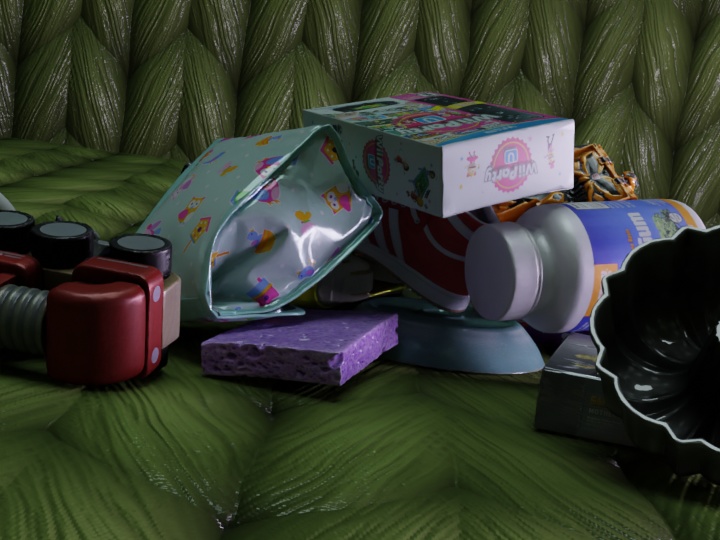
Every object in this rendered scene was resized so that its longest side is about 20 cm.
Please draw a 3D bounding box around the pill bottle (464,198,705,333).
[{"bbox_3d":[0.196,-0.004,1.272,0.199,0.113,0.112,-4,12,-27],"label":"pill bottle"}]

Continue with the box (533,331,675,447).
[{"bbox_3d":[0.227,0.096,1.141,0.158,0.049,0.200,10,7,14],"label":"box"}]

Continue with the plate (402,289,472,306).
[{"bbox_3d":[0.131,0.031,1.601,0.199,0.032,0.200,6,7,-12],"label":"plate"}]

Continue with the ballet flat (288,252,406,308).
[{"bbox_3d":[0.000,0.000,1.357,0.067,0.067,0.200,23,23,38],"label":"ballet flat"}]

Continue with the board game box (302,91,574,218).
[{"bbox_3d":[0.065,-0.105,1.266,0.147,0.065,0.200,-14,22,-34],"label":"board game box"}]

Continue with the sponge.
[{"bbox_3d":[-0.043,0.058,1.175,0.111,0.030,0.200,2,7,14],"label":"sponge"}]

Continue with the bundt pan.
[{"bbox_3d":[0.256,0.065,1.002,0.201,0.076,0.202,-3,49,3],"label":"bundt pan"}]

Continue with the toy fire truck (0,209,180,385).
[{"bbox_3d":[-0.239,0.020,1.016,0.175,0.129,0.200,10,19,16],"label":"toy fire truck"}]

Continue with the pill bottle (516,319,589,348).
[{"bbox_3d":[0.233,0.027,1.425,0.199,0.113,0.112,10,8,21],"label":"pill bottle"}]

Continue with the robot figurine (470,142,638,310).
[{"bbox_3d":[0.174,-0.048,1.385,0.199,0.145,0.058,-27,-31,-5],"label":"robot figurine"}]

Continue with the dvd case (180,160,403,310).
[{"bbox_3d":[-0.067,-0.037,1.432,0.150,0.025,0.200,-11,56,-42],"label":"dvd case"}]

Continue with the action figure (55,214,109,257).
[{"bbox_3d":[-0.193,0.000,1.369,0.199,0.070,0.130,10,-3,-16],"label":"action figure"}]

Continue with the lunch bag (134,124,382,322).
[{"bbox_3d":[-0.108,-0.021,1.228,0.170,0.122,0.200,-3,38,50],"label":"lunch bag"}]

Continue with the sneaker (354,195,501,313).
[{"bbox_3d":[0.035,-0.061,1.316,0.200,0.113,0.071,33,28,9],"label":"sneaker"}]

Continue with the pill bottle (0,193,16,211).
[{"bbox_3d":[-0.366,-0.033,1.241,0.115,0.116,0.200,3,9,-30],"label":"pill bottle"}]

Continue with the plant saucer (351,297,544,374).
[{"bbox_3d":[0.072,0.055,1.342,0.199,0.036,0.200,7,8,-1],"label":"plant saucer"}]
